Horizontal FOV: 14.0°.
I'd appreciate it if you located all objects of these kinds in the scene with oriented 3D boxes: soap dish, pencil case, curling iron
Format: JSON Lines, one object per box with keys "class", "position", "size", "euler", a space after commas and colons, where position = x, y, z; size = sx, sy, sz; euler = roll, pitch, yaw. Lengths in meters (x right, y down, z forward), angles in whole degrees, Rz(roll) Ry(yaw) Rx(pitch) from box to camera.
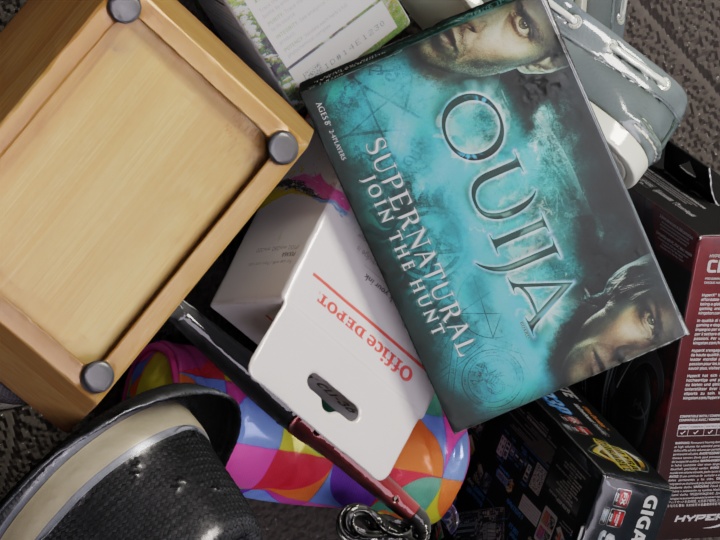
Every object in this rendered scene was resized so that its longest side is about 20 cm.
{"class": "soap dish", "position": [-0.132, -0.042, 1.427], "size": [0.157, 0.081, 0.200], "euler": [42, 81, -22]}
{"class": "pencil case", "position": [-0.035, 0.094, 1.617], "size": [0.200, 0.088, 0.089], "euler": [13, 104, -26]}
{"class": "curling iron", "position": [-0.034, 0.087, 1.555], "size": [0.200, 0.026, 0.050], "euler": [49, 59, -13]}

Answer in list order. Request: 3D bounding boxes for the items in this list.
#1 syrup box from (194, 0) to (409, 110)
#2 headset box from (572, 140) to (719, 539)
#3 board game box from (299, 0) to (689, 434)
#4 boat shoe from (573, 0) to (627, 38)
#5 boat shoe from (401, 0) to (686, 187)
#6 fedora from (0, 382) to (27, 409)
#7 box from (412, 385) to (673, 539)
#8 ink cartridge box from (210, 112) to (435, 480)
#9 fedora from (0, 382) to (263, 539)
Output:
{"class": "syrup box", "position": [-0.064, -0.187, 1.491], "size": [0.079, 0.081, 0.200], "euler": [-38, 120, -8]}
{"class": "headset box", "position": [0.173, 0.030, 1.644], "size": [0.077, 0.149, 0.201], "euler": [-2, 112, -24]}
{"class": "board game box", "position": [0.070, -0.031, 1.501], "size": [0.135, 0.028, 0.200], "euler": [-23, 106, 6]}
{"class": "boat shoe", "position": [0.114, -0.162, 1.605], "size": [0.062, 0.073, 0.201], "euler": [-23, 120, -64]}
{"class": "boat shoe", "position": [0.088, -0.131, 1.550], "size": [0.200, 0.073, 0.062], "euler": [44, 73, 5]}
{"class": "fedora", "position": [-0.176, -0.003, 1.510], "size": [0.176, 0.090, 0.201], "euler": [7, 107, -26]}
{"class": "box", "position": [0.091, 0.149, 1.626], "size": [0.046, 0.200, 0.159], "euler": [13, 104, -22]}
{"class": "ink cartridge box", "position": [0.000, 0.000, 1.557], "size": [0.116, 0.067, 0.200], "euler": [41, 63, -30]}
{"class": "fedora", "position": [-0.116, 0.155, 1.479], "size": [0.200, 0.092, 0.201], "euler": [-35, 153, -21]}
